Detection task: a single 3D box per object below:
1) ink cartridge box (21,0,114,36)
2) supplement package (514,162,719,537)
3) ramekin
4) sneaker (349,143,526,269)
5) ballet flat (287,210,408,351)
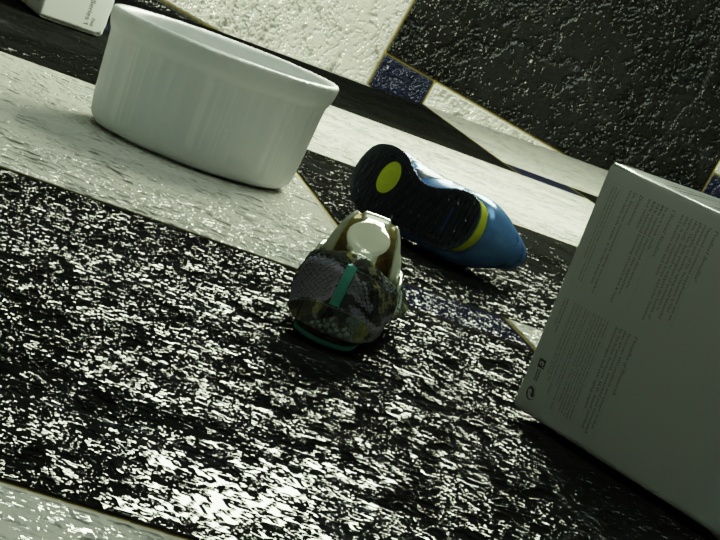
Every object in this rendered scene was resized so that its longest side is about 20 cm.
[{"bbox_3d":[-0.350,-0.379,2.567,0.084,0.145,0.200,16,10,-25],"label":"ink cartridge box"},{"bbox_3d":[0.221,0.055,1.159,0.151,0.152,0.200,16,10,-36],"label":"supplement package"},{"bbox_3d":[-0.127,-0.143,1.767,0.200,0.098,0.200,21,8,-3],"label":"ramekin"},{"bbox_3d":[0.063,-0.046,1.767,0.078,0.066,0.200,29,2,-38],"label":"sneaker"},{"bbox_3d":[0.000,0.000,1.265,0.072,0.072,0.200,21,8,1],"label":"ballet flat"}]
